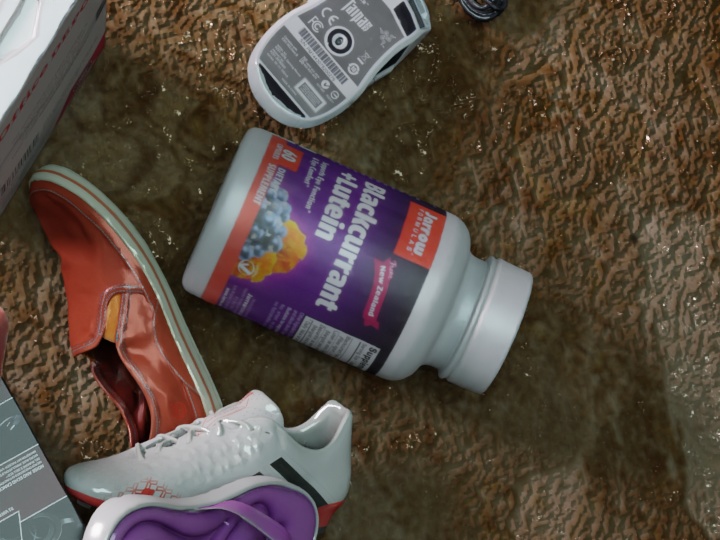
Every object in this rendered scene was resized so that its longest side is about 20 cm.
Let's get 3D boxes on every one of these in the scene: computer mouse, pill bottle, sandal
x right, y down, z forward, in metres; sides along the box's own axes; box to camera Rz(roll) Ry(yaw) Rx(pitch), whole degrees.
[{"bbox_3d":[0.003,-0.165,1.413,0.200,0.044,0.110,-40,93,-19],"label":"computer mouse"},{"bbox_3d":[0.000,0.000,1.347,0.199,0.111,0.112,23,77,-5],"label":"pill bottle"},{"bbox_3d":[-0.079,0.163,1.224,0.050,0.202,0.083,15,98,35],"label":"sandal"}]

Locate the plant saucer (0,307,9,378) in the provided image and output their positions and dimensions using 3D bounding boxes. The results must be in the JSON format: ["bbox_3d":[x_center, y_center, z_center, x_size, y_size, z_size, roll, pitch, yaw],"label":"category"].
[{"bbox_3d":[-0.298,0.093,1.193,0.199,0.037,0.201,16,104,20],"label":"plant saucer"}]

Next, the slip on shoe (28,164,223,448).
[{"bbox_3d":[-0.153,0.027,1.336,0.061,0.074,0.201,-28,91,-29],"label":"slip on shoe"}]

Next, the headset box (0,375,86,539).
[{"bbox_3d":[-0.205,0.151,1.269,0.077,0.149,0.201,-28,86,-13],"label":"headset box"}]

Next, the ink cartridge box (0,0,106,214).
[{"bbox_3d":[-0.217,-0.124,1.287,0.085,0.200,0.146,30,77,-3],"label":"ink cartridge box"}]

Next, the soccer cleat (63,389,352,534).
[{"bbox_3d":[-0.086,0.111,1.298,0.199,0.069,0.086,6,104,-37],"label":"soccer cleat"}]
